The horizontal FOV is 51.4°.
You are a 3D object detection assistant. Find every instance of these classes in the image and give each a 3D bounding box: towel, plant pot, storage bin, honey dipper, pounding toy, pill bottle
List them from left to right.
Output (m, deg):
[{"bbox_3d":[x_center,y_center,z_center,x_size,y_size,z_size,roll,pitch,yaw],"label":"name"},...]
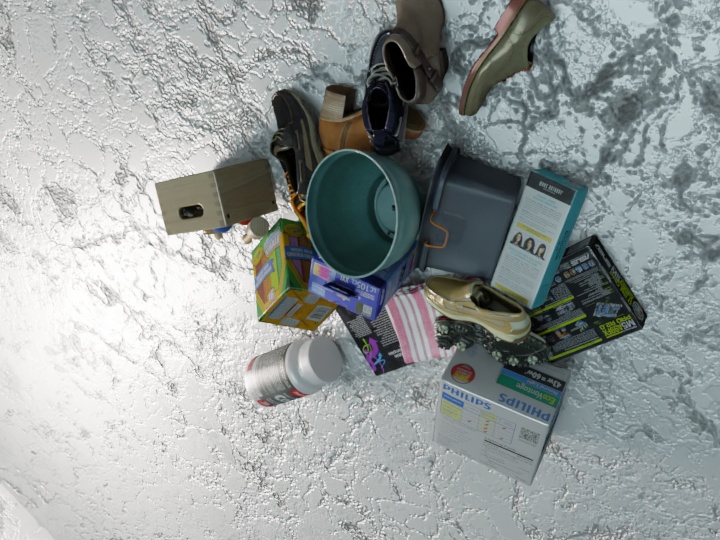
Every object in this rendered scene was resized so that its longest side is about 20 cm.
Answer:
[{"bbox_3d":[-0.275,-0.120,1.428,0.198,0.184,0.144,-6,102,33],"label":"pounding toy"},{"bbox_3d":[-0.208,-0.072,1.433,0.038,0.038,0.200,55,165,-7],"label":"honey dipper"},{"bbox_3d":[-0.140,0.210,1.559,0.199,0.114,0.115,-23,103,39],"label":"pill bottle"},{"bbox_3d":[0.025,-0.098,1.218,0.199,0.133,0.203,11,106,41],"label":"plant pot"},{"bbox_3d":[0.150,0.089,1.343,0.198,0.030,0.148,-13,110,22],"label":"towel"},{"bbox_3d":[0.171,-0.079,1.199,0.133,0.146,0.202,17,124,10],"label":"storage bin"}]

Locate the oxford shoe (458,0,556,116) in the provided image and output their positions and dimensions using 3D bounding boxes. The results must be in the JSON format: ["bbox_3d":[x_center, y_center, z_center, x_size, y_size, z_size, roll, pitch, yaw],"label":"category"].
[{"bbox_3d":[0.208,-0.299,1.087,0.074,0.071,0.201,32,130,5],"label":"oxford shoe"}]

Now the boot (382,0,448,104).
[{"bbox_3d":[0.072,-0.345,1.093,0.070,0.146,0.202,-15,108,36],"label":"boot"}]

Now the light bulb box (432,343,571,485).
[{"bbox_3d":[0.241,0.240,1.307,0.196,0.125,0.202,21,140,19],"label":"light bulb box"}]

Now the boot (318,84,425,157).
[{"bbox_3d":[0.016,-0.212,1.256,0.198,0.073,0.156,26,128,27],"label":"boot"}]

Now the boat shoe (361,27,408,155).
[{"bbox_3d":[0.040,-0.284,1.128,0.074,0.093,0.203,-3,81,11],"label":"boat shoe"}]

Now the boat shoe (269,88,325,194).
[{"bbox_3d":[-0.116,-0.222,1.291,0.202,0.073,0.074,66,149,12],"label":"boat shoe"}]

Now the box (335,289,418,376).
[{"bbox_3d":[0.038,0.098,1.438,0.142,0.036,0.202,-24,101,37],"label":"box"}]

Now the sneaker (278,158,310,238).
[{"bbox_3d":[-0.098,-0.144,1.347,0.078,0.077,0.202,-36,82,43],"label":"sneaker"}]

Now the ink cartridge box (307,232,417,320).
[{"bbox_3d":[0.000,0.000,1.295,0.135,0.200,0.077,23,130,16],"label":"ink cartridge box"}]

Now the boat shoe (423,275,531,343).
[{"bbox_3d":[0.185,0.043,1.204,0.198,0.072,0.077,21,149,32],"label":"boat shoe"}]

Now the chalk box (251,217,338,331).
[{"bbox_3d":[-0.121,-0.010,1.390,0.125,0.123,0.202,-45,45,40],"label":"chalk box"}]

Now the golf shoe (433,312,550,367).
[{"bbox_3d":[0.223,0.098,1.255,0.197,0.088,0.078,14,130,13],"label":"golf shoe"}]

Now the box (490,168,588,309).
[{"bbox_3d":[0.276,-0.049,1.163,0.082,0.049,0.202,31,117,31],"label":"box"}]

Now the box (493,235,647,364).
[{"bbox_3d":[0.337,0.055,1.225,0.199,0.044,0.161,-31,99,40],"label":"box"}]
